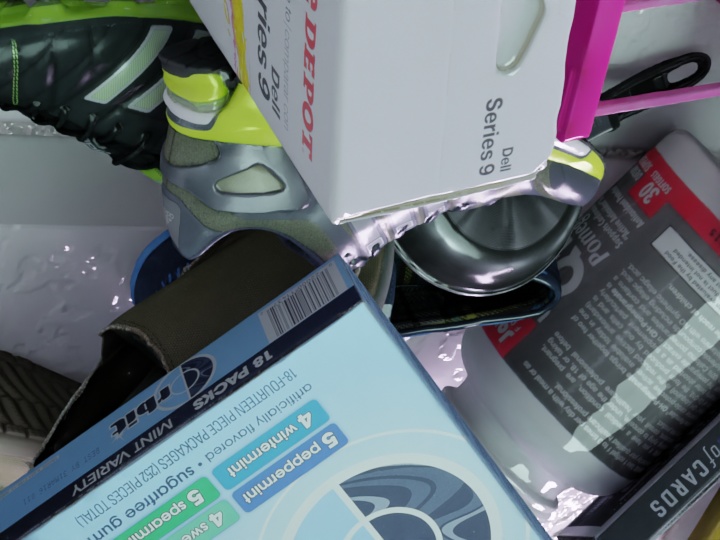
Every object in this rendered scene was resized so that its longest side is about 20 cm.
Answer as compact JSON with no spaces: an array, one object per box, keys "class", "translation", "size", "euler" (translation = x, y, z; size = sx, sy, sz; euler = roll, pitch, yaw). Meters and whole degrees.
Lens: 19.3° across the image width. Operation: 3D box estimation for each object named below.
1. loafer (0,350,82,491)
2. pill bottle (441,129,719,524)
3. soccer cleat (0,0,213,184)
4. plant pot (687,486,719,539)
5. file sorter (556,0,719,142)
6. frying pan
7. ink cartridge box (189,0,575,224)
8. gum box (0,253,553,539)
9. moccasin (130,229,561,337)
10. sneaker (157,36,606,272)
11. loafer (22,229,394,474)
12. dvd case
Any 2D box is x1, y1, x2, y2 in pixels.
[{"class":"loafer","translation":[-0.132,0.087,0.935],"size":[0.200,0.076,0.068],"euler":[17,112,-42]},{"class":"pill bottle","translation":[0.119,0.037,1.020],"size":[0.200,0.111,0.111],"euler":[-44,137,10]},{"class":"soccer cleat","translation":[-0.089,-0.069,0.816],"size":[0.199,0.067,0.081],"euler":[-5,100,-30]},{"class":"plant pot","translation":[0.256,0.179,1.123],"size":[0.176,0.200,0.200],"euler":[-26,147,-55]},{"class":"file sorter","translation":[0.110,-0.178,0.801],"size":[0.125,0.139,0.201],"euler":[-12,134,-27]},{"class":"frying pan","translation":[0.088,-0.046,0.945],"size":[0.189,0.031,0.115],"euler":[0,90,-29]},{"class":"ink cartridge box","translation":[-0.007,-0.136,0.717],"size":[0.087,0.200,0.146],"euler":[-15,135,-19]},{"class":"gum box","translation":[-0.021,0.119,0.832],"size":[0.170,0.045,0.200],"euler":[-35,119,4]},{"class":"moccasin","translation":[0.000,0.000,0.941],"size":[0.199,0.068,0.081],"euler":[-12,134,-20]},{"class":"sneaker","translation":[0.006,-0.040,0.825],"size":[0.199,0.074,0.081],"euler":[5,112,-29]},{"class":"loafer","translation":[-0.061,0.038,0.852],"size":[0.200,0.075,0.070],"euler":[-53,153,-6]},{"class":"dvd case","translation":[0.166,0.091,1.064],"size":[0.150,0.025,0.200],"euler":[-43,174,-5]}]
